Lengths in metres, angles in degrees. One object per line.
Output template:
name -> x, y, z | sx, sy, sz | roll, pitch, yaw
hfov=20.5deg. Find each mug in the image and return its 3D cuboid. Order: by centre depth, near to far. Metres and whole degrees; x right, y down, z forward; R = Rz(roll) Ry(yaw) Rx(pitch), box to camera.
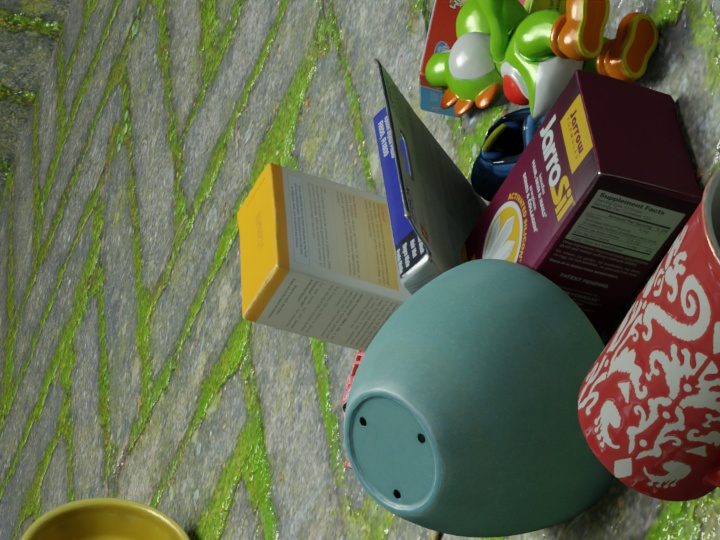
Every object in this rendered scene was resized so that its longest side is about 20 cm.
mug -> 0.218, 0.059, 1.178 | 0.200, 0.133, 0.178 | 121, 155, -48

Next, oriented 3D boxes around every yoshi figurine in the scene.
yoshi figurine -> 0.131, -0.184, 1.540 | 0.200, 0.112, 0.113 | -6, 109, 50

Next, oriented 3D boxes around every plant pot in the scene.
plant pot -> 0.067, 0.107, 1.407 | 0.200, 0.134, 0.201 | 20, 120, 39
plant pot -> -0.292, 0.393, 2.276 | 0.201, 0.200, 0.190 | -105, 19, -53

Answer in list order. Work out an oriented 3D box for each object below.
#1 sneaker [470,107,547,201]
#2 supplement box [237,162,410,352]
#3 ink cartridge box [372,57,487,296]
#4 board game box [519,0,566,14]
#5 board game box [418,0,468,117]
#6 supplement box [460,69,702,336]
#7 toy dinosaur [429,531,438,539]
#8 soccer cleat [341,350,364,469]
sneaker -> 0.121, -0.098, 1.608 | 0.200, 0.078, 0.066 | 164, 115, -69
supplement box -> 0.000, 0.000, 1.691 | 0.074, 0.199, 0.126 | -55, 28, 38
ink cartridge box -> 0.056, -0.040, 1.597 | 0.040, 0.200, 0.200 | -26, 41, 16
board game box -> 0.155, -0.272, 1.664 | 0.102, 0.047, 0.201 | -169, 92, -70
board game box -> 0.092, -0.247, 1.741 | 0.153, 0.040, 0.201 | 72, -150, -84
supplement box -> 0.156, -0.032, 1.457 | 0.111, 0.085, 0.200 | -97, 28, -43
toy dinosaur -> 0.063, 0.152, 1.650 | 0.101, 0.058, 0.201 | 177, 81, -69
soccer cleat -> 0.016, 0.102, 1.769 | 0.068, 0.073, 0.201 | 122, 152, -42
